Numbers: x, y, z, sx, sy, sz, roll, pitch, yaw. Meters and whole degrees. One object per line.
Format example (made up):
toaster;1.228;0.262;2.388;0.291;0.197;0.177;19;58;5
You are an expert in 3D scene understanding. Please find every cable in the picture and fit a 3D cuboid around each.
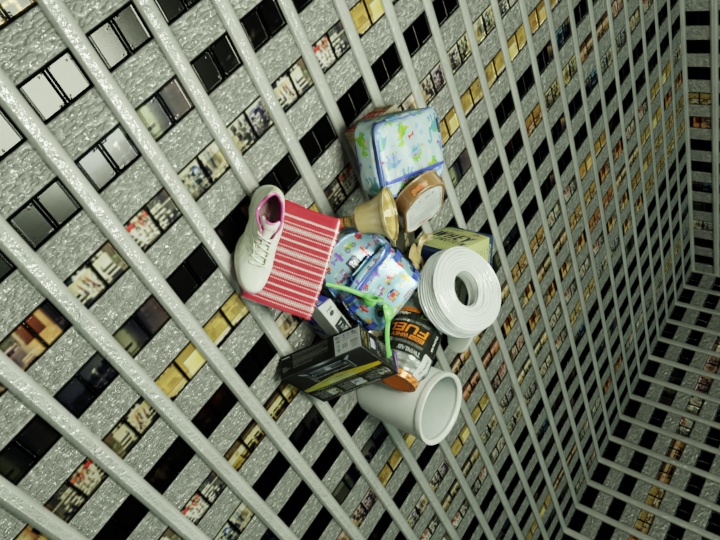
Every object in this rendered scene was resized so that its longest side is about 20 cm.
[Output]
cable;0.220;0.048;1.476;0.200;0.069;0.201;-43;101;-35

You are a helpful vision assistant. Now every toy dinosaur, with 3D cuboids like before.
toy dinosaur;0.116;-0.006;1.510;0.201;0.057;0.102;-64;155;-47

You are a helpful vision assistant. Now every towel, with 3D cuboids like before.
towel;-0.129;-0.024;1.262;0.022;0.143;0.203;58;50;-85

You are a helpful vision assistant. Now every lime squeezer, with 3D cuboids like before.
lime squeezer;0.019;0.075;1.297;0.200;0.070;0.038;49;23;-18

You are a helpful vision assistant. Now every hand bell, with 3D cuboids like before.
hand bell;-0.034;-0.093;1.301;0.104;0.197;0.106;-9;90;-73

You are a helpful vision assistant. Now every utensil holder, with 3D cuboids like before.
utensil holder;0.113;0.296;1.589;0.169;0.198;0.173;-20;117;-45

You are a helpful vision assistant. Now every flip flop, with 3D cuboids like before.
flip flop;0.066;-0.102;1.522;0.081;0.057;0.202;-39;114;-40

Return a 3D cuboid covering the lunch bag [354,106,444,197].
lunch bag;0.085;-0.239;1.363;0.199;0.082;0.163;-24;113;-39

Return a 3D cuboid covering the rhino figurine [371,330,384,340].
rhino figurine;-0.013;0.193;1.505;0.087;0.059;0.202;9;112;-61

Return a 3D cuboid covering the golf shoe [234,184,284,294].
golf shoe;-0.180;-0.056;1.203;0.074;0.091;0.203;10;92;-18

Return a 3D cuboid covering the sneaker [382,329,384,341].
sneaker;0.092;0.169;1.607;0.199;0.073;0.120;24;78;-34

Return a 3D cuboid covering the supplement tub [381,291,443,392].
supplement tub;0.114;0.160;1.495;0.123;0.121;0.202;52;53;-44

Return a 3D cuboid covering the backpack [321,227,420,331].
backpack;0.000;0.000;1.363;0.183;0.134;0.200;-46;107;-4

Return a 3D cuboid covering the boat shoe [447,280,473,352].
boat shoe;0.265;0.100;1.596;0.063;0.070;0.203;16;89;-49

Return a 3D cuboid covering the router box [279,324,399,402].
router box;-0.042;0.196;1.383;0.157;0.198;0.053;41;33;-47

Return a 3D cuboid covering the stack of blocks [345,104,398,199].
stack of blocks;0.059;-0.236;1.433;0.115;0.058;0.202;-43;120;-33

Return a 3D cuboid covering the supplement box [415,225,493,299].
supplement box;0.221;0.016;1.674;0.198;0.133;0.203;-21;118;-44

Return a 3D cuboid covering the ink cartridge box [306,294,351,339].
ink cartridge box;-0.079;0.093;1.374;0.039;0.099;0.201;-56;138;-20

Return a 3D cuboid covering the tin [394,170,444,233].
tin;0.123;-0.139;1.395;0.111;0.042;0.200;-33;165;-4
